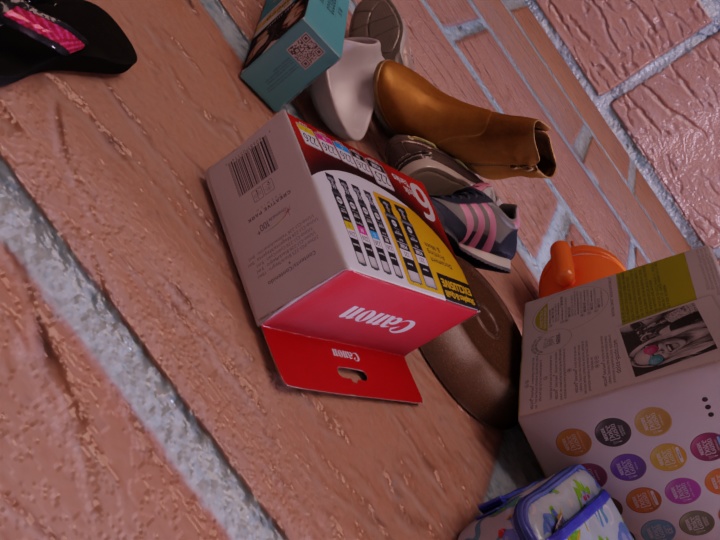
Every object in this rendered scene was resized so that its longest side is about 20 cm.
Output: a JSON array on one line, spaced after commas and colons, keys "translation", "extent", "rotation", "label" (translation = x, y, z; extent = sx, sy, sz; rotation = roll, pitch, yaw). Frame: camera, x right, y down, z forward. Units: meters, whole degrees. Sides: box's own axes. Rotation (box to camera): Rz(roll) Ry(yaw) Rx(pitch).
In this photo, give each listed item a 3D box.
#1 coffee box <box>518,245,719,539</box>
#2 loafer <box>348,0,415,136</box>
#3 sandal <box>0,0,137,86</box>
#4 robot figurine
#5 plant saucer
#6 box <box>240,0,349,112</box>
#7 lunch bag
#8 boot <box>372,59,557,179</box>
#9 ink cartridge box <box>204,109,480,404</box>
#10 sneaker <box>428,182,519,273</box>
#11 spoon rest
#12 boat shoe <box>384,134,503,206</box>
[{"translation": [0.275, 0.129, 0.860], "extent": [0.200, 0.197, 0.200], "rotation": [62, 22, -21], "label": "coffee box"}, {"translation": [0.034, -0.231, 1.074], "extent": [0.063, 0.072, 0.200], "rotation": [48, 26, -60], "label": "loafer"}, {"translation": [-0.196, -0.155, 0.556], "extent": [0.075, 0.045, 0.200], "rotation": [57, 24, 1], "label": "sandal"}, {"translation": [0.275, 0.046, 1.108], "extent": [0.144, 0.117, 0.200], "rotation": [23, 32, -6], "label": "robot figurine"}, {"translation": [0.110, 0.056, 0.882], "extent": [0.200, 0.037, 0.201], "rotation": [42, 29, -29], "label": "plant saucer"}, {"translation": [-0.058, -0.234, 0.871], "extent": [0.049, 0.082, 0.200], "rotation": [43, 27, -25], "label": "box"}, {"translation": [0.160, 0.237, 0.699], "extent": [0.200, 0.082, 0.161], "rotation": [5, 53, -62], "label": "lunch bag"}, {"translation": [0.116, -0.158, 0.954], "extent": [0.201, 0.144, 0.071], "rotation": [36, 68, -47], "label": "boot"}, {"translation": [0.000, 0.000, 0.686], "extent": [0.200, 0.084, 0.176], "rotation": [17, 45, -56], "label": "ink cartridge box"}, {"translation": [0.097, -0.059, 0.921], "extent": [0.200, 0.070, 0.082], "rotation": [25, 80, -52], "label": "sneaker"}, {"translation": [-0.009, -0.199, 0.932], "extent": [0.200, 0.060, 0.100], "rotation": [-78, 150, -60], "label": "spoon rest"}, {"translation": [0.094, -0.088, 0.990], "extent": [0.200, 0.072, 0.060], "rotation": [24, 34, -50], "label": "boat shoe"}]
